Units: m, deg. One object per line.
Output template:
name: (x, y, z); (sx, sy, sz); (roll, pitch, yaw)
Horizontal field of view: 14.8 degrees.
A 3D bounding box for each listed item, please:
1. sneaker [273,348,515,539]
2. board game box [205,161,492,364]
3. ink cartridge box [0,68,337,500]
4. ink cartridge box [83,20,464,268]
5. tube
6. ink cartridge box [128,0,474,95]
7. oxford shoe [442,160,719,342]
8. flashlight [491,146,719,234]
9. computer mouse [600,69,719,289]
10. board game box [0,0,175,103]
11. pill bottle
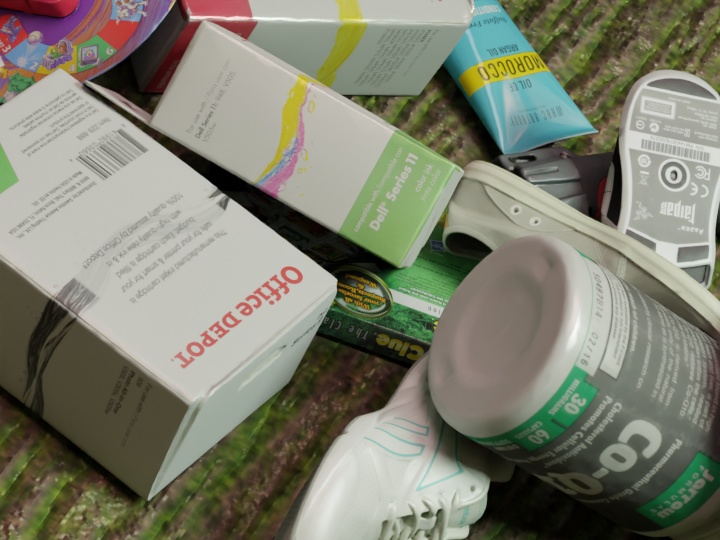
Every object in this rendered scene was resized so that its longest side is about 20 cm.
sneaker: (0.023, 0.111, 1.444); (0.080, 0.071, 0.200); (39, 41, 9)
board game box: (0.000, 0.000, 1.584); (0.199, 0.024, 0.105); (20, 38, -8)
ink cartridge box: (-0.135, 0.005, 1.455); (0.200, 0.084, 0.146); (37, 40, 12)
ink cartridge box: (-0.045, -0.078, 1.534); (0.199, 0.068, 0.117); (30, 2, 3)
tube: (0.069, -0.153, 1.770); (0.077, 0.051, 0.201); (-18, 61, -30)
ink cartridge box: (-0.049, -0.186, 1.690); (0.199, 0.084, 0.146); (-1, 58, -30)
oxford shoe: (0.127, 0.004, 1.561); (0.199, 0.075, 0.058); (28, 78, 27)
flashlight: (0.175, -0.043, 1.700); (0.199, 0.068, 0.068); (-10, 26, -32)
computer mouse: (0.177, -0.018, 1.635); (0.109, 0.044, 0.202); (12, 74, -10)
board game box: (-0.192, -0.193, 1.597); (0.157, 0.039, 0.201); (-29, 60, -2)
pill bottle: (0.141, 0.072, 1.476); (0.199, 0.113, 0.114); (30, 34, -33)
